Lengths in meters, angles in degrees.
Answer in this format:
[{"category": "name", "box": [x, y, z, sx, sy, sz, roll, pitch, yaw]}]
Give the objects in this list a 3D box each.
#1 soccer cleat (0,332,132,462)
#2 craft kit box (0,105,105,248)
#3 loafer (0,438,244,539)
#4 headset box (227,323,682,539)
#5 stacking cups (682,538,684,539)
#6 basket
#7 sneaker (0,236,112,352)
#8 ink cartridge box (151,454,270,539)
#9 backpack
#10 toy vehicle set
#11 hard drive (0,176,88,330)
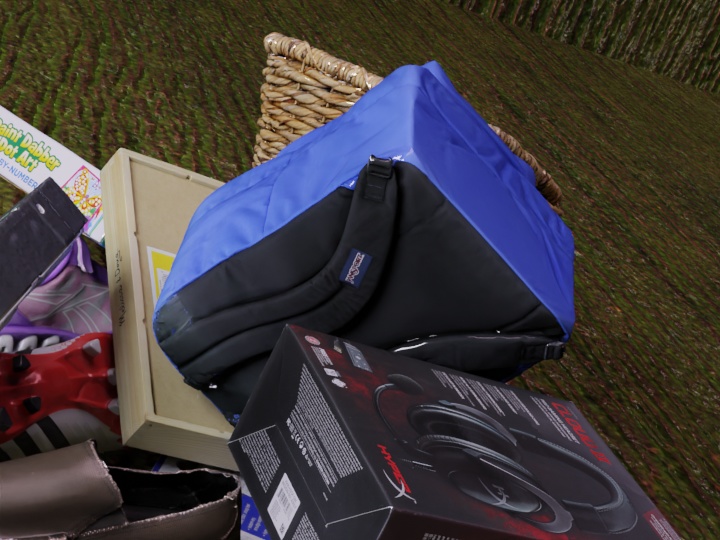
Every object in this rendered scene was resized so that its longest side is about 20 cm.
[{"category": "soccer cleat", "box": [-0.181, 0.076, 0.875, 0.200, 0.085, 0.069, 2, 69, -62]}, {"category": "craft kit box", "box": [-0.179, -0.042, 1.102, 0.197, 0.049, 0.200, 28, -5, 32]}, {"category": "loafer", "box": [-0.140, 0.104, 0.703, 0.199, 0.072, 0.073, 10, 21, -33]}, {"category": "headset box", "box": [0.056, 0.114, 0.731, 0.199, 0.078, 0.149, 16, 22, -28]}, {"category": "stacking cups", "box": [0.216, 0.206, 0.965, 0.199, 0.061, 0.060, 34, 23, 29]}, {"category": "basket", "box": [0.037, -0.071, 1.050, 0.199, 0.150, 0.142, 26, 28, 35]}, {"category": "sneaker", "box": [-0.195, 0.009, 1.010, 0.080, 0.089, 0.200, 30, 18, 31]}, {"category": "ink cartridge box", "box": [-0.027, 0.154, 0.884, 0.199, 0.037, 0.095, 24, 19, 0]}, {"category": "backpack", "box": [0.000, 0.000, 0.847, 0.163, 0.199, 0.168, 47, 28, -20]}, {"category": "toy vehicle set", "box": [-0.089, 0.025, 0.925, 0.124, 0.027, 0.201, 19, 43, -34]}, {"category": "hard drive", "box": [-0.215, 0.035, 0.750, 0.038, 0.139, 0.200, 50, 18, -12]}]
